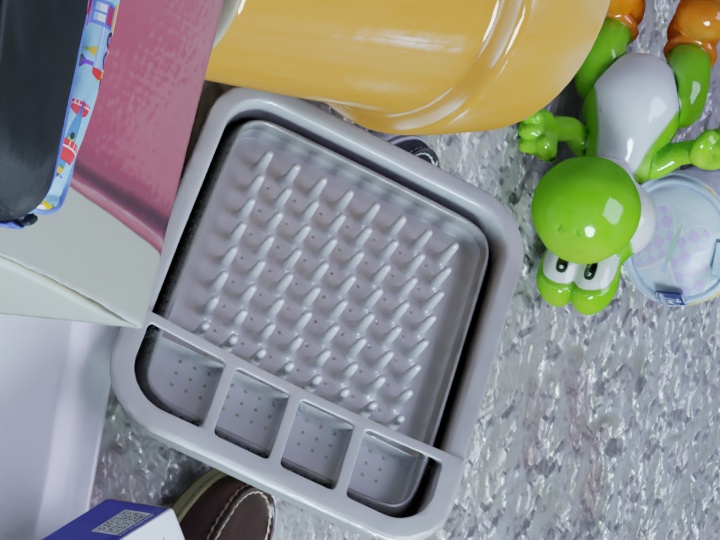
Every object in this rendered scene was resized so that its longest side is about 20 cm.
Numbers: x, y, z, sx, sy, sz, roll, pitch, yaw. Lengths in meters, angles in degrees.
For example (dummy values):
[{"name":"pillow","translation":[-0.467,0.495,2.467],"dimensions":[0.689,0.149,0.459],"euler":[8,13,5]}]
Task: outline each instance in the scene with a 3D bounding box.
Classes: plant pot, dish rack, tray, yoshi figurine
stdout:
[{"name":"plant pot","translation":[-0.017,-0.155,1.186],"dimensions":[0.183,0.200,0.200],"euler":[-8,101,-40]},{"name":"dish rack","translation":[-0.022,0.024,1.235],"dimensions":[0.171,0.044,0.200],"euler":[26,56,-10]},{"name":"tray","translation":[-0.148,0.048,1.141],"dimensions":[0.107,0.022,0.200],"euler":[20,77,-55]},{"name":"yoshi figurine","translation":[0.149,-0.076,1.514],"dimensions":[0.112,0.112,0.200],"euler":[30,70,-37]}]

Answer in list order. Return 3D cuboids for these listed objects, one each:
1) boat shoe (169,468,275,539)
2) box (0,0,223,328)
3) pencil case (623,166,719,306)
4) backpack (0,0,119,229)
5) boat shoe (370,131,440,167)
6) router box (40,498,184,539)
[{"name":"boat shoe","translation":[-0.074,0.184,1.221],"dimensions":[0.072,0.072,0.200],"euler":[57,49,-43]},{"name":"box","translation":[-0.140,-0.089,1.042],"dimensions":[0.109,0.128,0.200],"euler":[31,69,-55]},{"name":"pencil case","translation":[0.243,-0.034,1.665],"dimensions":[0.200,0.091,0.083],"euler":[-18,108,-56]},{"name":"backpack","translation":[-0.195,-0.110,0.914],"dimensions":[0.135,0.200,0.183],"euler":[47,50,-72]},{"name":"boat shoe","translation":[0.000,0.000,1.320],"dimensions":[0.200,0.066,0.070],"euler":[-50,133,-41]},{"name":"router box","translation":[-0.136,0.220,1.090],"dimensions":[0.200,0.049,0.180],"euler":[-31,111,-35]}]
